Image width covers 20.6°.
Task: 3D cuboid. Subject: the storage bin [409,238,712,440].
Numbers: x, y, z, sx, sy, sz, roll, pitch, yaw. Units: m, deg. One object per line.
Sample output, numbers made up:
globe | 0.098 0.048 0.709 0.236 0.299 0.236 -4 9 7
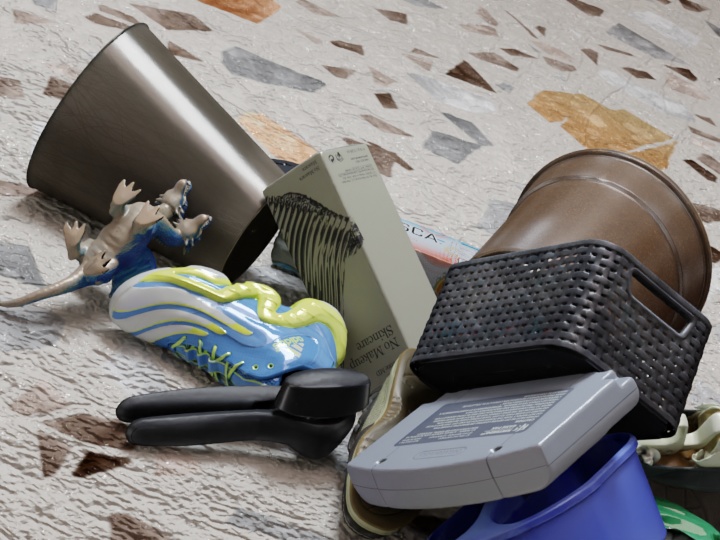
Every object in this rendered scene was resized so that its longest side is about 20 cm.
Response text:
storage bin | 0.150 0.060 1.511 0.135 0.094 0.199 36 -27 -27

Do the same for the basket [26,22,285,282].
basket | -0.168 -0.088 1.765 0.199 0.181 0.136 38 6 10

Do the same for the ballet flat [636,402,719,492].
ballet flat | 0.258 0.138 1.592 0.198 0.074 0.073 7 28 -21

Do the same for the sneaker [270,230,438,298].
sneaker | 0.006 0.019 1.785 0.200 0.079 0.074 40 14 2

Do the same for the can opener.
can opener | -0.091 0.108 1.528 0.198 0.079 0.063 -2 25 -19

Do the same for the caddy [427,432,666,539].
caddy | 0.132 0.179 1.430 0.200 0.141 0.106 -30 97 -58

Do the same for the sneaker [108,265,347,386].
sneaker | -0.104 0.058 1.600 0.198 0.076 0.105 6 37 -10

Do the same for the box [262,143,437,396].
box | 0.000 0.000 1.681 0.068 0.082 0.201 -14 75 -51

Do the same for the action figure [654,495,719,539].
action figure | 0.213 0.199 1.574 0.198 0.055 0.118 18 3 5

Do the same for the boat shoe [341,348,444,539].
boat shoe | 0.026 0.144 1.543 0.073 0.065 0.200 33 38 -4

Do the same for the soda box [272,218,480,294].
soda box | 0.022 -0.011 1.851 0.198 0.069 0.064 22 24 -2

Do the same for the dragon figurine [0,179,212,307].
dragon figurine | -0.203 -0.009 1.640 0.059 0.100 0.200 38 72 23

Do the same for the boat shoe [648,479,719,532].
boat shoe | 0.290 0.181 1.682 0.199 0.076 0.072 29 20 -5

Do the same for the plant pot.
plant pot | 0.180 0.018 1.742 0.199 0.202 0.198 30 33 18

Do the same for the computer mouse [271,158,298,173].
computer mouse | -0.106 -0.085 1.924 0.199 0.046 0.140 25 23 7

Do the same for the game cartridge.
game cartridge | 0.088 0.123 1.414 0.199 0.042 0.133 -12 21 48
